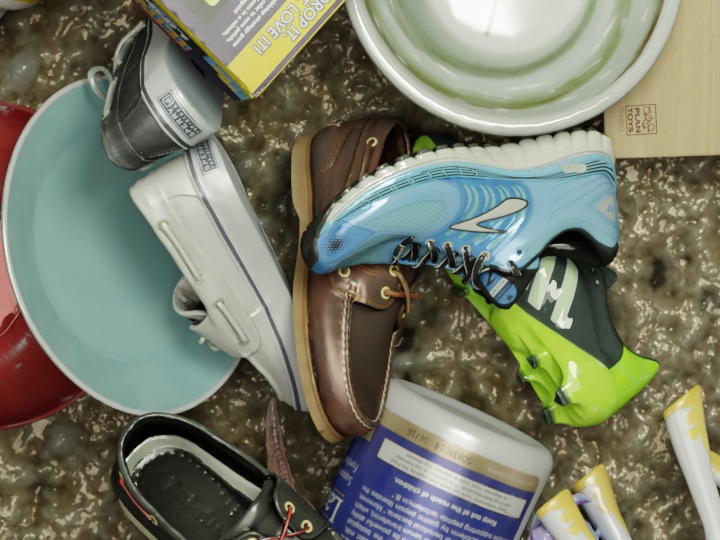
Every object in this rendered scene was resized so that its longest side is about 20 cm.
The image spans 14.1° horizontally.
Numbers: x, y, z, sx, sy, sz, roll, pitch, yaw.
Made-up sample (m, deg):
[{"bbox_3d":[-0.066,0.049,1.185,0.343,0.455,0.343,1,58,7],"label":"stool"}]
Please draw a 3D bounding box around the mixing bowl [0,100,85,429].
[{"bbox_3d":[-0.234,0.000,1.715,0.199,0.108,0.202,0,93,4],"label":"mixing bowl"}]

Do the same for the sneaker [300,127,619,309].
[{"bbox_3d":[0.063,-0.022,1.642,0.199,0.078,0.091,-11,78,-20],"label":"sneaker"}]

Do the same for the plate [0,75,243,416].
[{"bbox_3d":[-0.137,-0.013,1.690,0.025,0.200,0.201,-13,92,42],"label":"plate"}]

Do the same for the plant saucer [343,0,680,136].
[{"bbox_3d":[0.083,-0.172,1.658,0.199,0.050,0.202,1,82,-7],"label":"plant saucer"}]

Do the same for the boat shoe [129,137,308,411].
[{"bbox_3d":[-0.076,0.013,1.679,0.065,0.072,0.200,-24,135,1],"label":"boat shoe"}]

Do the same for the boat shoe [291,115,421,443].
[{"bbox_3d":[0.000,0.000,1.684,0.070,0.070,0.201,-12,64,19],"label":"boat shoe"}]

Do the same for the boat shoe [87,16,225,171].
[{"bbox_3d":[-0.113,-0.105,1.664,0.068,0.200,0.074,-33,111,14],"label":"boat shoe"}]

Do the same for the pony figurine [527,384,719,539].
[{"bbox_3d":[0.190,0.199,1.691,0.193,0.167,0.200,-37,83,-10],"label":"pony figurine"}]

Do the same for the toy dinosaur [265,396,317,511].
[{"bbox_3d":[-0.083,0.177,1.700,0.086,0.136,0.201,33,93,1],"label":"toy dinosaur"}]

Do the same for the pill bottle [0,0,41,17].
[{"bbox_3d":[-0.193,-0.223,1.675,0.200,0.114,0.115,-37,90,26],"label":"pill bottle"}]

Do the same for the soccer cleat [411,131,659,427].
[{"bbox_3d":[0.100,-0.001,1.726,0.081,0.068,0.201,-28,81,-27],"label":"soccer cleat"}]

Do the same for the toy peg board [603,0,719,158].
[{"bbox_3d":[0.247,-0.169,1.704,0.198,0.098,0.201,-2,92,18],"label":"toy peg board"}]

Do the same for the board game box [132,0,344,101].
[{"bbox_3d":[-0.056,-0.220,1.580,0.165,0.057,0.200,45,79,-13],"label":"board game box"}]

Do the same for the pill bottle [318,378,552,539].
[{"bbox_3d":[0.024,0.175,1.705,0.115,0.116,0.201,24,93,1],"label":"pill bottle"}]

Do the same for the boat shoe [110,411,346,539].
[{"bbox_3d":[-0.059,0.153,1.635,0.201,0.063,0.074,35,66,19],"label":"boat shoe"}]
